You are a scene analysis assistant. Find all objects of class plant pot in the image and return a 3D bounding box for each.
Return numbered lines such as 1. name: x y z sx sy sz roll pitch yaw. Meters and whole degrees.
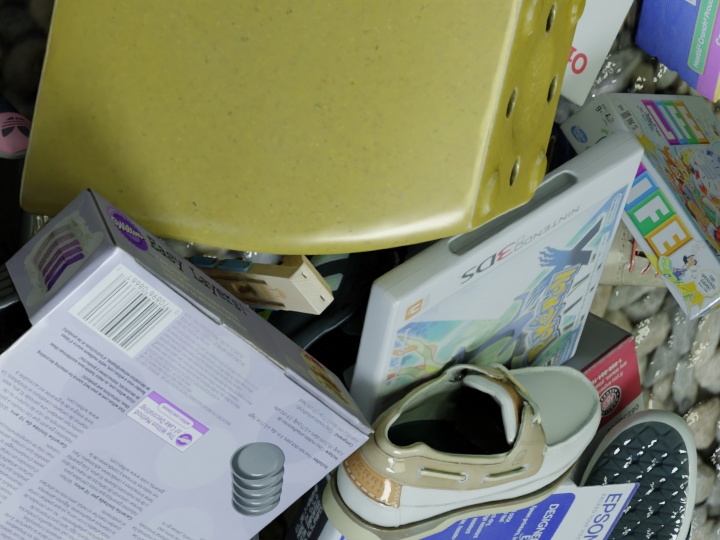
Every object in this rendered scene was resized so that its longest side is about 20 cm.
1. plant pot: -0.011 -0.105 0.982 0.195 0.200 0.195 -24 129 -68

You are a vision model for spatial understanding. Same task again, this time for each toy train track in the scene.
1. toy train track: -0.066 -0.004 1.033 0.033 0.200 0.115 -47 114 -19

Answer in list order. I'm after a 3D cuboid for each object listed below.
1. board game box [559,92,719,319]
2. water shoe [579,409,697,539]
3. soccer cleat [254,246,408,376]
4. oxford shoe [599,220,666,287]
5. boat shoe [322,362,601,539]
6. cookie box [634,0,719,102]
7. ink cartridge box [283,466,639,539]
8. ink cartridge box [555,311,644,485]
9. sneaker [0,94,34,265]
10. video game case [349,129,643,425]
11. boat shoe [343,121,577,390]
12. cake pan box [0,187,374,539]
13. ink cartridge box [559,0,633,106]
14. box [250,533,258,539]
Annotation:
1. board game box: 0.201 -0.042 1.278 0.034 0.135 0.200 -38 168 23
2. water shoe: 0.170 0.175 1.339 0.079 0.071 0.200 -33 135 -67
3. soccer cleat: 0.000 0.000 1.183 0.067 0.081 0.200 34 85 -47
4. oxford shoe: 0.180 -0.021 1.352 0.200 0.075 0.071 -8 115 -42
5. boat shoe: 0.069 0.089 1.165 0.200 0.075 0.068 -23 149 -44
6. cookie box: 0.271 -0.223 1.310 0.200 0.075 0.171 -31 147 -29
7. ink cartridge box: 0.037 0.182 1.258 0.200 0.047 0.198 -2 134 -32
8. ink cartridge box: 0.111 0.139 1.360 0.145 0.083 0.200 -35 131 -27
9. sneaker: -0.191 0.013 1.002 0.070 0.082 0.200 -8 116 -42
10. video game case: 0.068 0.029 1.183 0.182 0.022 0.200 -31 154 -27
11. boat shoe: 0.066 -0.005 1.253 0.091 0.071 0.201 23 94 -49
12. cake pan box: -0.123 0.078 0.963 0.184 0.052 0.200 -43 133 10
13. ink cartridge box: 0.099 -0.211 1.171 0.145 0.084 0.200 25 92 -49
14. box: -0.131 0.123 1.144 0.160 0.044 0.200 -20 123 -35
